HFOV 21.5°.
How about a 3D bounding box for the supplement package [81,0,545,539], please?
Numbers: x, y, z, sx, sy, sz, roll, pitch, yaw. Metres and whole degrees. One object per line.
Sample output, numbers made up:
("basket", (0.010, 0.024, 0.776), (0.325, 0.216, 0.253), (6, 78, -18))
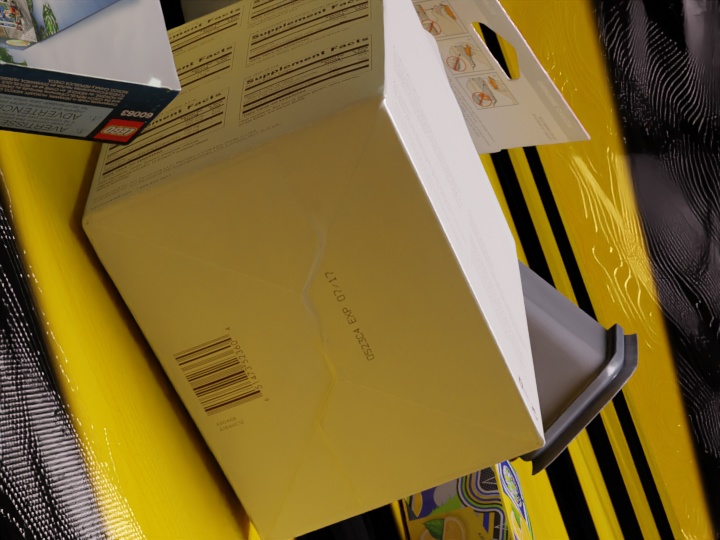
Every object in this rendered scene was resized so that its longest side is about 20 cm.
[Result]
("supplement package", (-0.018, -0.018, 0.909), (0.200, 0.147, 0.191), (-90, 157, -62))

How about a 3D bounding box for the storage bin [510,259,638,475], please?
("storage bin", (0.136, 0.074, 1.592), (0.134, 0.146, 0.200), (42, 12, 2))

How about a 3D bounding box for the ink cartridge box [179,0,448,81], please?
("ink cartridge box", (-0.020, -0.125, 1.174), (0.200, 0.068, 0.116), (27, 42, -50))

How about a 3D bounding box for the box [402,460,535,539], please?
("box", (0.079, 0.204, 1.184), (0.064, 0.070, 0.200), (53, 19, -49))

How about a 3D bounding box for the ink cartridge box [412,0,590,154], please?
("ink cartridge box", (0.059, -0.167, 1.394), (0.200, 0.174, 0.044), (51, 50, -34))

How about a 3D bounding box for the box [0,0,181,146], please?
("box", (-0.145, -0.141, 0.621), (0.137, 0.038, 0.200), (5, 59, -38))
